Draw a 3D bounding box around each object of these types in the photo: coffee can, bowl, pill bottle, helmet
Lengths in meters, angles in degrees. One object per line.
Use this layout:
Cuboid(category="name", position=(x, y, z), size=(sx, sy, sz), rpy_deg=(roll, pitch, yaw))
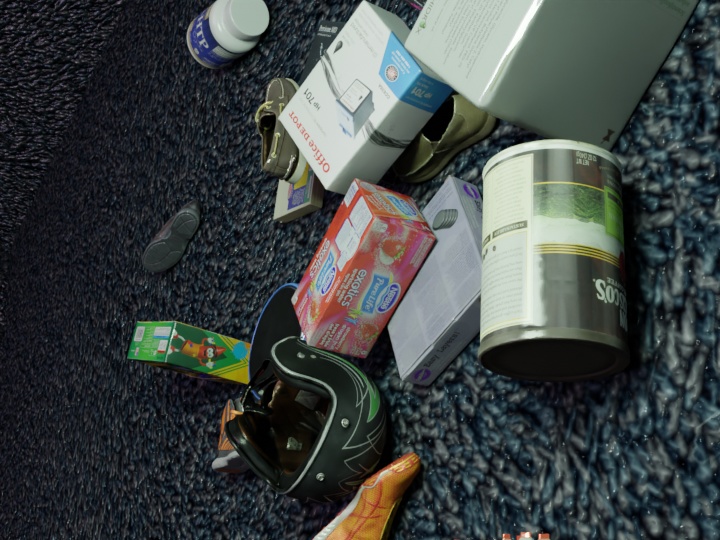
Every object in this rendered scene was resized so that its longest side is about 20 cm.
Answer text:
Cuboid(category="coffee can", position=(0.190, -0.006, 0.958), size=(0.146, 0.145, 0.203), rpy_deg=(-26, 55, 52))
Cuboid(category="bowl", position=(-0.118, 0.116, 1.520), size=(0.200, 0.039, 0.203), rpy_deg=(-37, 44, 46))
Cuboid(category="pill bottle", position=(-0.274, -0.506, 2.010), size=(0.199, 0.118, 0.122), rpy_deg=(-11, 66, 57))
Cuboid(category="helmet", position=(-0.057, 0.198, 1.232), size=(0.190, 0.199, 0.201), rpy_deg=(38, 114, 15))

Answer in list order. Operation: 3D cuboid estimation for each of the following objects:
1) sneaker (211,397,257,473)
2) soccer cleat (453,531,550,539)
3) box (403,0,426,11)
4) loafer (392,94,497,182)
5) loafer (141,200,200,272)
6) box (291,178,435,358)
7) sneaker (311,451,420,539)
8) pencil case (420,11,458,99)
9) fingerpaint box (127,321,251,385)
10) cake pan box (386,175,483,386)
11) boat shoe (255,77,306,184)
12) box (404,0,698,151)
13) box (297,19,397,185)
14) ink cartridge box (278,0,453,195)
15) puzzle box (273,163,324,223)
Cuboid(category="sneaker", position=(-0.182, 0.253, 1.530), size=(0.199, 0.077, 0.114), rpy_deg=(-27, 54, 52))
Cuboid(category="soccer cleat", position=(0.124, 0.318, 0.996), size=(0.199, 0.069, 0.079), rpy_deg=(-26, 57, 49))
Cuboid(category="box", position=(0.129, -0.367, 1.176), size=(0.199, 0.132, 0.116), rpy_deg=(32, 97, 31))
Cuboid(category="loafer", position=(0.098, -0.183, 1.278), size=(0.199, 0.067, 0.077), rpy_deg=(-35, 47, 47))
Cuboid(category="loafer", position=(-0.403, -0.074, 2.085), size=(0.200, 0.071, 0.063), rpy_deg=(-44, 21, 32))
Cuboid(category="box", position=(0.000, 0.000, 1.232), size=(0.202, 0.094, 0.100), rpy_deg=(-61, 30, 24))
Cuboid(category="sneaker", position=(0.018, 0.305, 1.195), size=(0.077, 0.073, 0.201), rpy_deg=(43, 112, 17))
Cuboid(category="pencil case", position=(0.122, -0.323, 1.292), size=(0.090, 0.083, 0.203), rpy_deg=(-8, 69, 43))
Cuboid(category="fingerpaint box", position=(-0.293, 0.145, 1.678), size=(0.199, 0.165, 0.075), rpy_deg=(-4, 69, 57))
Cuboid(category="cake pan box", position=(0.096, 0.016, 1.204), size=(0.201, 0.052, 0.186), rpy_deg=(-53, 34, 32))
Cuboid(category="boat shoe", position=(-0.124, -0.218, 1.437), size=(0.072, 0.059, 0.202), rpy_deg=(-46, 41, 42))
Cuboid(category="box", position=(0.196, -0.258, 1.009), size=(0.202, 0.197, 0.172), rpy_deg=(-61, 39, 19))
Cuboid(category="box", position=(-0.006, -0.254, 1.438), size=(0.200, 0.123, 0.199), rpy_deg=(30, 100, 60))
Cuboid(category="ink cartridge box", position=(0.005, -0.218, 1.250), size=(0.200, 0.085, 0.147), rpy_deg=(-49, 59, 23))
Cuboid(category="puzzle box", position=(-0.096, -0.190, 1.650), size=(0.132, 0.025, 0.203), rpy_deg=(-15, 64, 56))
